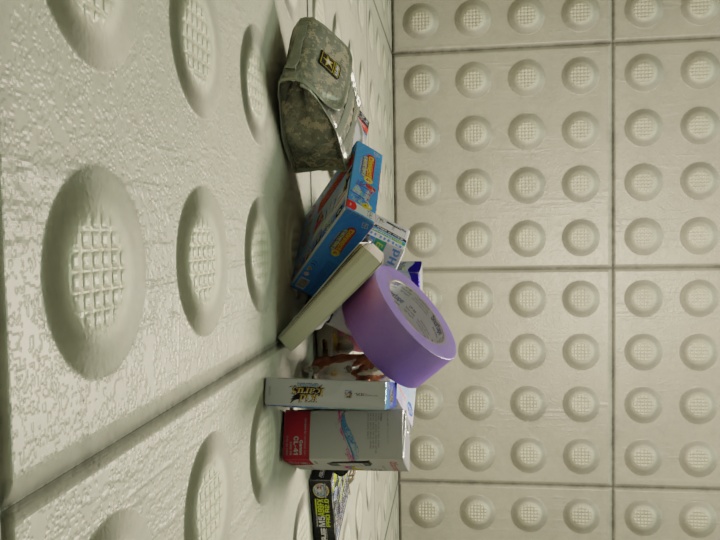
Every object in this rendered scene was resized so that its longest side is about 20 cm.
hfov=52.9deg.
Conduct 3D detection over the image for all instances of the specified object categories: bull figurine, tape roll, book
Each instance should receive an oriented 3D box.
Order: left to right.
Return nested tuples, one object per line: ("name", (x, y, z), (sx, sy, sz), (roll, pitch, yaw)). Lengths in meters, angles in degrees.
("book", (-0.043, 0.041, 1.183), (0.200, 0.048, 0.134), (-47, 178, 8))
("bull figurine", (-0.015, 0.181, 1.309), (0.121, 0.198, 0.066), (-14, 91, -66))
("tape roll", (0.067, 0.094, 1.232), (0.200, 0.085, 0.200), (42, 21, -20))

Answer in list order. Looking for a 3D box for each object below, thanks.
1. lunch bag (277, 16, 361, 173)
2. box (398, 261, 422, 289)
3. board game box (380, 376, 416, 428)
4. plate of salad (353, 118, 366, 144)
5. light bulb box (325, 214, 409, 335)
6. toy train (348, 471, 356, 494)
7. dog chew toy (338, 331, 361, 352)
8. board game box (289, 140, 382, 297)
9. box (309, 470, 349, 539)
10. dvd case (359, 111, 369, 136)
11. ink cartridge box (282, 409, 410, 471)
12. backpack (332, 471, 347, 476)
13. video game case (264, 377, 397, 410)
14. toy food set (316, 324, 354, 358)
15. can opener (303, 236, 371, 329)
("lunch bag", (-0.072, -0.289, 1.185), (0.201, 0.116, 0.165), (73, 20, -50))
("box", (0.055, 0.078, 1.797), (0.105, 0.198, 0.186), (-59, 148, -74))
("board game box", (0.076, 0.188, 1.478), (0.201, 0.041, 0.201), (65, 28, -50))
("plate of salad", (-0.054, -0.292, 1.407), (0.200, 0.048, 0.201), (42, 33, -36))
("light bulb box", (0.000, 0.000, 1.419), (0.200, 0.124, 0.200), (-62, 176, -75))
("toy train", (-0.013, 0.405, 1.613), (0.116, 0.084, 0.202), (121, -30, -80))
("dog chew toy", (0.023, 0.134, 1.643), (0.200, 0.123, 0.126), (-165, -109, -66))
("board game box", (-0.040, -0.088, 1.242), (0.200, 0.056, 0.197), (-51, -160, 38))
("box", (-0.060, 0.442, 1.481), (0.200, 0.044, 0.162), (-70, 157, -71))
("dvd case", (-0.038, -0.322, 1.539), (0.146, 0.022, 0.201), (48, 27, -26))
("ink cartridge box", (-0.019, 0.285, 1.207), (0.148, 0.198, 0.086), (71, 20, -67))
("backpack", (-0.017, 0.286, 1.446), (0.200, 0.153, 0.164), (-20, 131, -58))
("video game case", (-0.039, 0.194, 1.137), (0.200, 0.179, 0.046), (51, 39, -78))
("toy food set", (-0.051, 0.141, 1.515), (0.200, 0.060, 0.145), (-56, 145, -78))
("can opener", (-0.051, 0.017, 1.285), (0.052, 0.066, 0.201), (18, 106, -49))
